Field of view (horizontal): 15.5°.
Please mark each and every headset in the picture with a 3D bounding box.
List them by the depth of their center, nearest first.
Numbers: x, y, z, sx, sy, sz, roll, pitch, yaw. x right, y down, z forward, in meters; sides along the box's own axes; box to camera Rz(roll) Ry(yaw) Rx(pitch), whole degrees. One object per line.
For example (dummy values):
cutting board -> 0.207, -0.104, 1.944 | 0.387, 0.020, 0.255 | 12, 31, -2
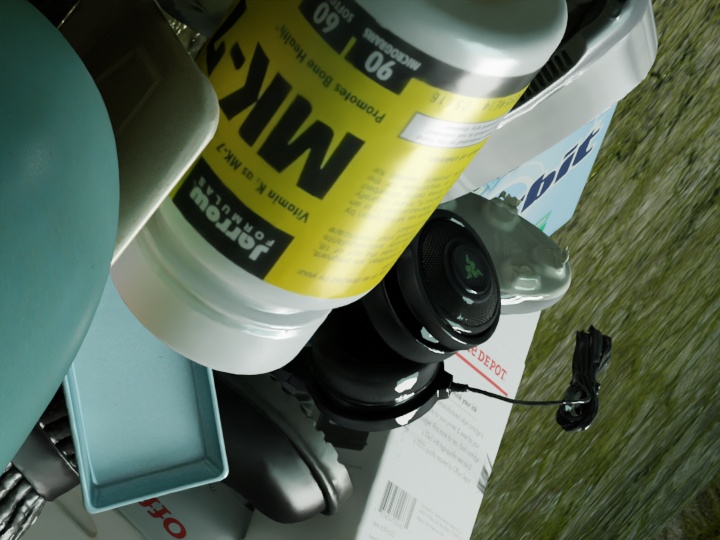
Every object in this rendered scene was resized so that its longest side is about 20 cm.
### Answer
headset -> 0.026, 0.017, 1.246 | 0.124, 0.200, 0.094 | -54, -170, 46

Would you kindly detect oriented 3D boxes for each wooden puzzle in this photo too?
wooden puzzle -> -0.128, -0.020, 1.049 | 0.185, 0.037, 0.200 | -51, -157, 6

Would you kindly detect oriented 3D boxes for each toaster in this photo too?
toaster -> 0.060, -0.113, 1.228 | 0.200, 0.114, 0.129 | -32, 166, 5

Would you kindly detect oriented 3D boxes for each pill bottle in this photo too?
pill bottle -> -0.015, -0.058, 1.051 | 0.114, 0.114, 0.200 | -27, 158, -53

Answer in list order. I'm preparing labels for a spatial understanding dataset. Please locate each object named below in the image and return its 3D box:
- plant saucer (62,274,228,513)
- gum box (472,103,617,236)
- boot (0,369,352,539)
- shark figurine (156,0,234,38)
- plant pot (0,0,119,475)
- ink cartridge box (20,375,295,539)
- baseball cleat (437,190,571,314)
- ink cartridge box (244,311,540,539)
plant saucer -> -0.108, 0.010, 1.187 | 0.070, 0.019, 0.201 | -14, 114, -14
gum box -> 0.070, -0.049, 1.452 | 0.170, 0.045, 0.200 | -40, 163, -28
boot -> -0.123, 0.090, 1.263 | 0.158, 0.211, 0.079 | -50, -167, -11
shark figurine -> -0.052, -0.136, 1.108 | 0.214, 0.090, 0.128 | -7, 142, -50
plant pot -> -0.175, -0.015, 0.882 | 0.161, 0.200, 0.201 | -52, 170, -43
ink cartridge box -> -0.104, 0.104, 1.406 | 0.200, 0.146, 0.084 | -26, 154, -53
baseball cleat -> 0.000, 0.000, 1.311 | 0.070, 0.199, 0.107 | -89, -162, -44
ink cartridge box -> 0.020, 0.078, 1.383 | 0.116, 0.067, 0.201 | 40, 65, -55
